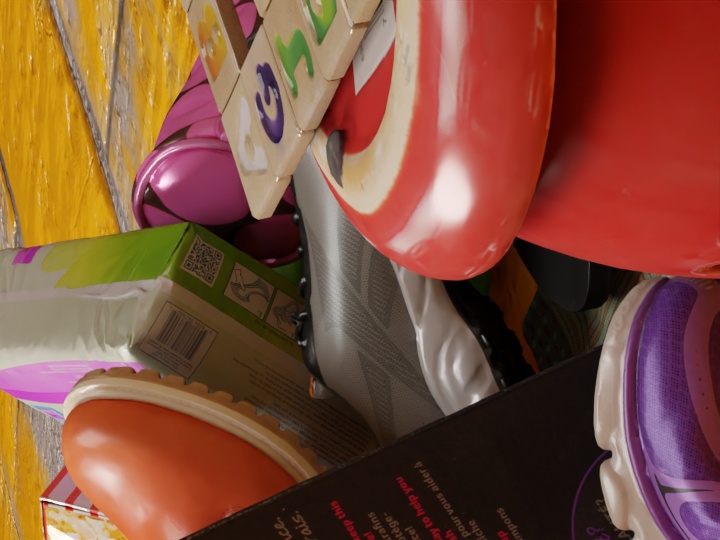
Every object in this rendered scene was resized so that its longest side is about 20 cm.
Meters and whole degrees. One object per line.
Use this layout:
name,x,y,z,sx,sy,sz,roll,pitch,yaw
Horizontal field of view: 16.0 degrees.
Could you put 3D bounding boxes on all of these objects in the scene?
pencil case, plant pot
pencil case,-0.031,-0.096,1.086,0.094,0.090,0.200,98,-176,-51
plant pot,0.076,-0.092,0.681,0.200,0.182,0.201,173,90,-76

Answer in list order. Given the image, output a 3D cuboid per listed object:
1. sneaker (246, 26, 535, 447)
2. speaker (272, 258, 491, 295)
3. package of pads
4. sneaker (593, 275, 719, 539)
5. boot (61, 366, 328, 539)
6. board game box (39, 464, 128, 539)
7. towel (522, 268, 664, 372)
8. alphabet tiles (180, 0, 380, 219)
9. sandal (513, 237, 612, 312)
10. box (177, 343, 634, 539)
sneaker,0.000,0.000,0.967,0.201,0.079,0.074,65,-165,-2
speaker,-0.009,-0.022,1.154,0.200,0.088,0.089,-139,45,-66
package of pads,-0.067,0.047,1.083,0.200,0.154,0.068,-4,57,61
sneaker,0.138,0.087,0.754,0.083,0.080,0.201,-36,72,50
boot,-0.045,0.121,0.926,0.200,0.107,0.075,40,141,5
board game box,-0.050,0.178,1.057,0.046,0.151,0.201,-53,-31,-54
towel,0.102,0.016,0.909,0.200,0.022,0.147,104,155,-50
alphabet tiles,-0.042,-0.133,0.685,0.167,0.008,0.201,122,131,-67
sandal,0.033,-0.067,0.946,0.200,0.045,0.075,63,157,16
box,0.028,0.127,0.847,0.122,0.200,0.106,57,153,21
